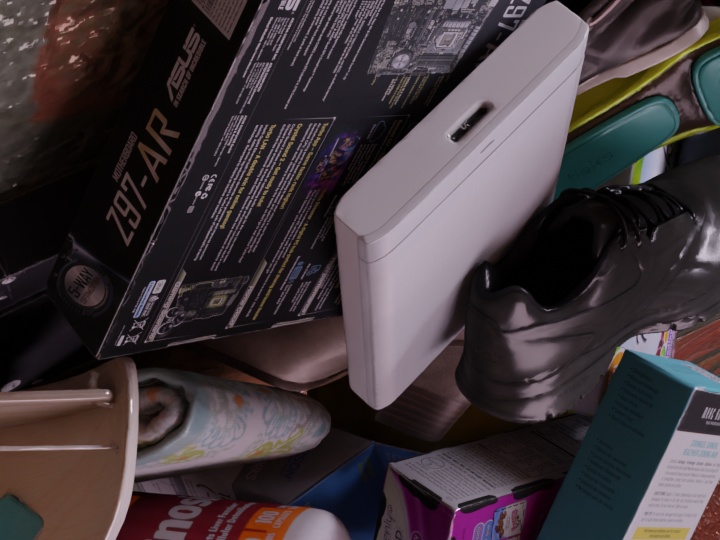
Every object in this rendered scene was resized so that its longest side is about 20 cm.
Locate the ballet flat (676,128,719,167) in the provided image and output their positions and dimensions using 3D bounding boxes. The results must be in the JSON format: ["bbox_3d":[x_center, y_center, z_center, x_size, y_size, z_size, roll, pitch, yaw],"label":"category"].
[{"bbox_3d":[0.229,-0.111,0.875,0.200,0.073,0.073,-46,172,-30],"label":"ballet flat"}]

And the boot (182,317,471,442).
[{"bbox_3d":[0.000,0.000,0.817,0.070,0.199,0.147,-92,-157,-79],"label":"boot"}]

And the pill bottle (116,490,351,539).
[{"bbox_3d":[-0.111,0.182,0.836,0.199,0.113,0.113,2,172,19],"label":"pill bottle"}]

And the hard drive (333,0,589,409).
[{"bbox_3d":[0.043,-0.020,0.674,0.132,0.027,0.200,-45,163,-16],"label":"hard drive"}]

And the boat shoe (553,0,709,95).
[{"bbox_3d":[0.075,-0.102,0.743,0.200,0.057,0.067,-29,-158,2],"label":"boat shoe"}]

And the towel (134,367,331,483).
[{"bbox_3d":[-0.137,0.090,0.804,0.199,0.048,0.171,-12,171,20],"label":"towel"}]

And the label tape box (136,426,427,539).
[{"bbox_3d":[-0.039,0.152,0.923,0.063,0.199,0.144,-55,144,-32],"label":"label tape box"}]

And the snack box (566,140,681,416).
[{"bbox_3d":[0.153,-0.020,0.876,0.053,0.201,0.142,8,-178,28],"label":"snack box"}]

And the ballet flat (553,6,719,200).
[{"bbox_3d":[0.162,-0.100,0.771,0.199,0.067,0.067,-24,137,8],"label":"ballet flat"}]

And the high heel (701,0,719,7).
[{"bbox_3d":[0.196,-0.176,0.771,0.200,0.096,0.068,138,-26,-70],"label":"high heel"}]

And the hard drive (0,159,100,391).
[{"bbox_3d":[-0.109,-0.010,0.697,0.200,0.038,0.140,-26,162,-15],"label":"hard drive"}]

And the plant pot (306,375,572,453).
[{"bbox_3d":[0.058,0.066,0.961,0.200,0.201,0.189,-27,147,-13],"label":"plant pot"}]

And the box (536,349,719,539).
[{"bbox_3d":[0.141,0.146,0.825,0.082,0.049,0.201,13,103,-52],"label":"box"}]

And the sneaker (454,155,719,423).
[{"bbox_3d":[0.129,-0.008,0.736,0.200,0.076,0.091,-36,140,-27],"label":"sneaker"}]

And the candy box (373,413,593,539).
[{"bbox_3d":[0.095,0.164,0.879,0.200,0.061,0.137,-8,117,-39],"label":"candy box"}]

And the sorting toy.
[{"bbox_3d":[-0.198,0.134,0.625,0.199,0.181,0.107,1,162,-20],"label":"sorting toy"}]

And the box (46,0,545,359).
[{"bbox_3d":[-0.021,-0.060,0.603,0.160,0.044,0.200,-9,138,-46],"label":"box"}]
